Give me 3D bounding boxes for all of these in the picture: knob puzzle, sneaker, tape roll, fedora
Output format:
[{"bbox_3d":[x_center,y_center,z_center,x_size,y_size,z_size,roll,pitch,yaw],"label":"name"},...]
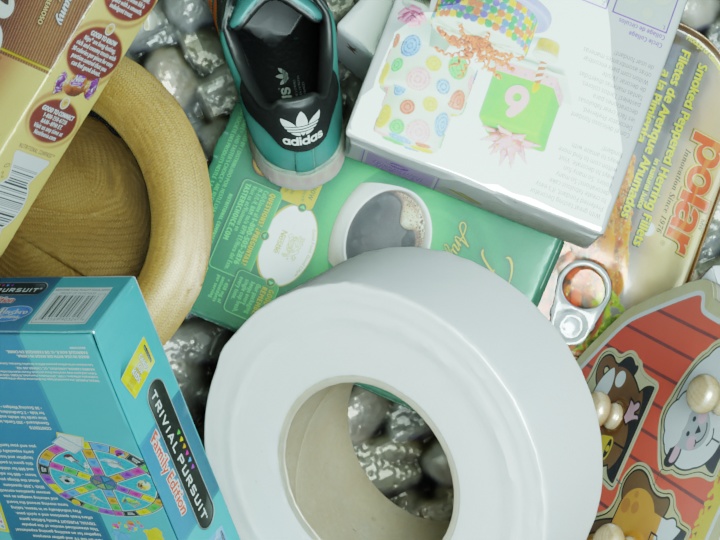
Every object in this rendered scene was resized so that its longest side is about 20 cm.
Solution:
[{"bbox_3d":[0.135,0.094,1.022,0.030,0.219,0.221,21,84,-24],"label":"knob puzzle"},{"bbox_3d":[-0.048,-0.148,1.071,0.071,0.080,0.201,-14,65,-8],"label":"sneaker"},{"bbox_3d":[0.020,0.094,1.002,0.201,0.071,0.204,10,111,28],"label":"tape roll"},{"bbox_3d":[-0.155,-0.024,1.062,0.199,0.082,0.203,-4,79,22],"label":"fedora"}]

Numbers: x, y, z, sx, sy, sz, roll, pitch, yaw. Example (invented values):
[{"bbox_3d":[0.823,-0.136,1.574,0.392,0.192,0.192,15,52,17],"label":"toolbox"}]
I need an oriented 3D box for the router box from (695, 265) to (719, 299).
[{"bbox_3d":[0.276,0.093,1.037,0.178,0.049,0.201,-1,62,-21],"label":"router box"}]

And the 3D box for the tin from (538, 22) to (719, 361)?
[{"bbox_3d":[0.147,-0.045,1.128,0.111,0.042,0.201,21,85,1],"label":"tin"}]

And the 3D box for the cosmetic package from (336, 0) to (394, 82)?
[{"bbox_3d":[0.085,-0.170,1.113,0.101,0.071,0.200,42,83,0],"label":"cosmetic package"}]

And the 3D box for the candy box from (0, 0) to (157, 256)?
[{"bbox_3d":[-0.186,-0.122,1.014,0.116,0.056,0.201,36,98,23],"label":"candy box"}]

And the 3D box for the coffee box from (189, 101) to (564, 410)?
[{"bbox_3d":[0.000,0.000,1.089,0.199,0.044,0.124,21,85,10],"label":"coffee box"}]

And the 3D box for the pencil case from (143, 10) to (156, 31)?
[{"bbox_3d":[-0.167,-0.220,1.089,0.089,0.078,0.202,-13,86,20],"label":"pencil case"}]

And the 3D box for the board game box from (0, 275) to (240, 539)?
[{"bbox_3d":[-0.153,0.097,1.002,0.150,0.047,0.201,0,126,28],"label":"board game box"}]

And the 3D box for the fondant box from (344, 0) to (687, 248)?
[{"bbox_3d":[0.091,-0.132,1.042,0.143,0.058,0.201,21,81,0],"label":"fondant box"}]
